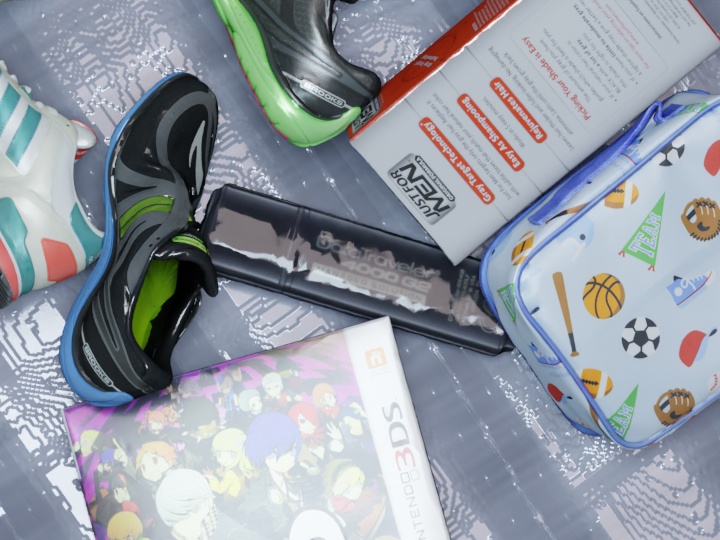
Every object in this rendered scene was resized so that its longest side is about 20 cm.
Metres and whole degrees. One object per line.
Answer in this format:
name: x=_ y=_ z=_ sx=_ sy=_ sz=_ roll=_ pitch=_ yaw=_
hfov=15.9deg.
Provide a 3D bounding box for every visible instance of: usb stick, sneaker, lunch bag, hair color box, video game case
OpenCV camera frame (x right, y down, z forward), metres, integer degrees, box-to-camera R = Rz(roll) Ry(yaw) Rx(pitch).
usb stick: x=0.000 y=0.000 z=1.511 sx=0.199 sy=0.033 sz=0.056 roll=16 pitch=77 yaw=-3
sneaker: x=-0.047 y=-0.170 z=1.499 sx=0.083 sy=0.077 sz=0.201 roll=-25 pitch=83 yaw=1
lunch bag: x=0.176 y=-0.007 z=1.493 sx=0.200 sy=0.076 sz=0.161 roll=-39 pitch=105 yaw=-11
hair color box: x=0.097 y=-0.108 z=1.480 sx=0.200 sy=0.061 sz=0.102 roll=-39 pitch=106 yaw=8
sneaker: x=-0.109 y=-0.016 z=1.461 sx=0.082 sy=0.071 sz=0.201 roll=-4 pitch=64 yaw=37
video game case: x=-0.053 y=0.139 z=1.475 sx=0.199 sy=0.036 sz=0.182 roll=-15 pitch=85 yaw=-1
sneaker: x=-0.208 y=-0.082 z=1.492 sx=0.093 sy=0.070 sz=0.201 roll=-19 pitch=83 yaw=-26
